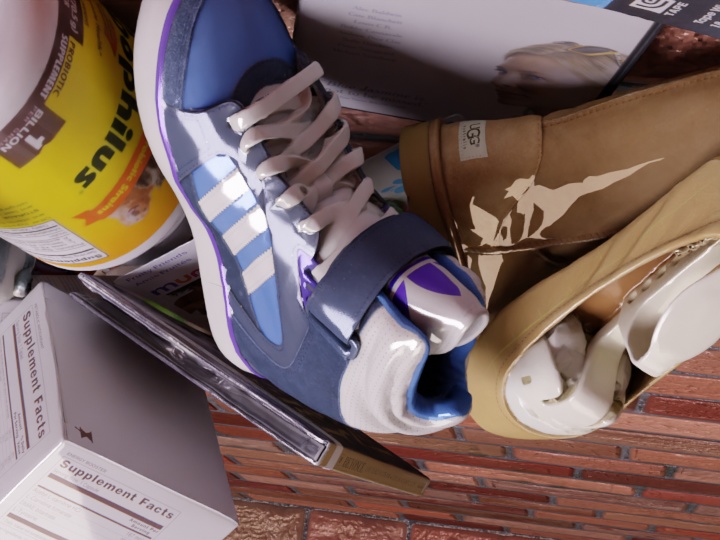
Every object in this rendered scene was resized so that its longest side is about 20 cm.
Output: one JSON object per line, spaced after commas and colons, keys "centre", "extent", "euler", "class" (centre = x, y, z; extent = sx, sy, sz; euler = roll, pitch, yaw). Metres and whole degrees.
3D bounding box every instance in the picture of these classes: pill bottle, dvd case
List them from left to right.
{"centre": [-0.139, -0.067, 0.668], "extent": [0.108, 0.110, 0.200], "euler": [3, 165, 19], "class": "pill bottle"}
{"centre": [-0.048, 0.062, 0.769], "extent": [0.148, 0.016, 0.200], "euler": [32, 178, 20], "class": "dvd case"}
{"centre": [0.044, -0.100, 0.623], "extent": [0.141, 0.018, 0.200], "euler": [10, 165, -4], "class": "dvd case"}

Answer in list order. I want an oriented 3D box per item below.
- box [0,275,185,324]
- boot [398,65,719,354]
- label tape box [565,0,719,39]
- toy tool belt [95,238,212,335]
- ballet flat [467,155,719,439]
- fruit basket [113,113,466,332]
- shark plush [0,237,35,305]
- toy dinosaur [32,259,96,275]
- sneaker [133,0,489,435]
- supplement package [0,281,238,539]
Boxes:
{"centre": [-0.199, 0.073, 0.823], "extent": [0.198, 0.146, 0.036], "euler": [1, -156, -26], "class": "box"}
{"centre": [0.132, -0.015, 0.661], "extent": [0.198, 0.067, 0.176], "euler": [-9, 143, 15], "class": "boot"}
{"centre": [0.152, -0.111, 0.428], "extent": [0.198, 0.064, 0.144], "euler": [12, 165, -14], "class": "label tape box"}
{"centre": [-0.127, 0.046, 1.074], "extent": [0.122, 0.126, 0.200], "euler": [24, 161, -23], "class": "toy tool belt"}
{"centre": [0.104, 0.026, 0.620], "extent": [0.068, 0.063, 0.200], "euler": [30, 130, -15], "class": "ballet flat"}
{"centre": [0.000, 0.000, 0.772], "extent": [0.184, 0.094, 0.200], "euler": [-24, 163, 13], "class": "fruit basket"}
{"centre": [-0.204, -0.019, 0.732], "extent": [0.090, 0.201, 0.084], "euler": [-12, 118, 17], "class": "shark plush"}
{"centre": [-0.240, 0.000, 0.903], "extent": [0.180, 0.201, 0.105], "euler": [-21, 131, 7], "class": "toy dinosaur"}
{"centre": [-0.006, -0.026, 0.605], "extent": [0.146, 0.202, 0.080], "euler": [17, -142, 39], "class": "sneaker"}
{"centre": [-0.172, 0.125, 0.747], "extent": [0.200, 0.114, 0.109], "euler": [-42, 130, 18], "class": "supplement package"}
